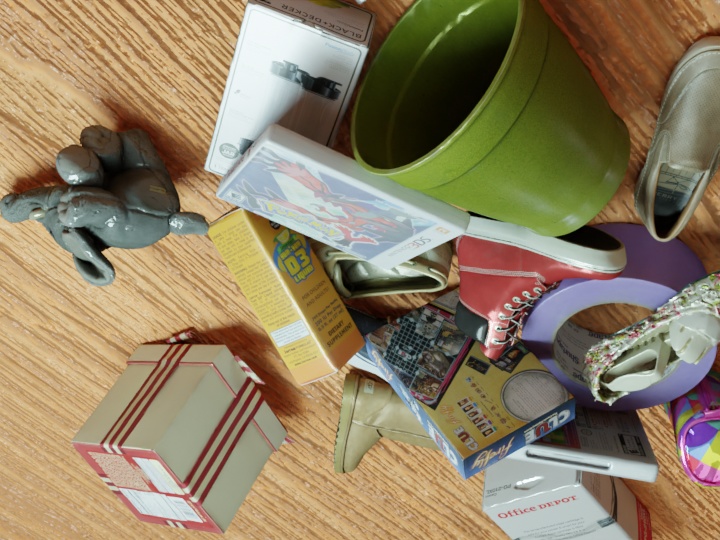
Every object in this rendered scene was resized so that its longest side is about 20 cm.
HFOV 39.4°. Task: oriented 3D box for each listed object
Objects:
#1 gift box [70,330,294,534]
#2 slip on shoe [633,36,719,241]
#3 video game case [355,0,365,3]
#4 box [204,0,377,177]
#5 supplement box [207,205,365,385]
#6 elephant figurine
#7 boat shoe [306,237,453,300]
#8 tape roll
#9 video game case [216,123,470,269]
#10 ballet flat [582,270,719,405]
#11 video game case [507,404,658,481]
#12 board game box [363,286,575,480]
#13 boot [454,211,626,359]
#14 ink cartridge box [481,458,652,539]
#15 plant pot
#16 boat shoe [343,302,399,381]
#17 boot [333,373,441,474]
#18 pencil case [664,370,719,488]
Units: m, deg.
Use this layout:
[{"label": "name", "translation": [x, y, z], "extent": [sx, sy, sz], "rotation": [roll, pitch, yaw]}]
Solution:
[{"label": "gift box", "translation": [-0.201, 0.200, 1.239], "extent": [0.198, 0.187, 0.185], "rotation": [0, 133, 34]}, {"label": "slip on shoe", "translation": [0.300, -0.114, 0.918], "extent": [0.075, 0.061, 0.201], "rotation": [14, 134, 0]}, {"label": "video game case", "translation": [-0.009, -0.330, 0.816], "extent": [0.142, 0.018, 0.200], "rotation": [-26, 122, 32]}, {"label": "box", "translation": [-0.069, -0.167, 0.954], "extent": [0.116, 0.060, 0.201], "rotation": [19, 134, -5]}, {"label": "supplement box", "translation": [-0.079, 0.017, 1.072], "extent": [0.069, 0.066, 0.201], "rotation": [-25, 100, 41]}, {"label": "elephant figurine", "translation": [-0.282, -0.059, 1.078], "extent": [0.141, 0.156, 0.200], "rotation": [-12, 163, -37]}, {"label": "boat shoe", "translation": [0.001, 0.002, 1.094], "extent": [0.199, 0.063, 0.074], "rotation": [-4, 132, 16]}, {"label": "tape roll", "translation": [0.271, 0.053, 1.067], "extent": [0.198, 0.085, 0.201], "rotation": [7, 133, 7]}, {"label": "video game case", "translation": [-0.023, -0.061, 0.944], "extent": [0.199, 0.023, 0.182], "rotation": [23, 161, -16]}, {"label": "ballet flat", "translation": [0.299, 0.074, 0.978], "extent": [0.075, 0.064, 0.200], "rotation": [34, 130, -18]}, {"label": "video game case", "translation": [0.220, 0.168, 1.108], "extent": [0.180, 0.200, 0.023], "rotation": [9, 105, 5]}, {"label": "board game box", "translation": [0.109, 0.109, 1.048], "extent": [0.135, 0.200, 0.035], "rotation": [-25, 134, -15]}, {"label": "boot", "translation": [0.171, 0.025, 0.984], "extent": [0.199, 0.072, 0.146], "rotation": [14, 106, 50]}, {"label": "ink cartridge box", "translation": [0.271, 0.314, 1.313], "extent": [0.144, 0.085, 0.200], "rotation": [-24, 125, 31]}, {"label": "plant pot", "translation": [0.127, -0.127, 0.873], "extent": [0.192, 0.202, 0.200], "rotation": [30, 133, -32]}, {"label": "boat shoe", "translation": [0.045, 0.078, 1.161], "extent": [0.199, 0.071, 0.091], "rotation": [34, 123, -23]}, {"label": "boot", "translation": [0.068, 0.213, 1.278], "extent": [0.198, 0.066, 0.176], "rotation": [10, 134, 2]}, {"label": "pencil case", "translation": [0.372, 0.161, 1.074], "extent": [0.087, 0.200, 0.089], "rotation": [1, 98, 10]}]
